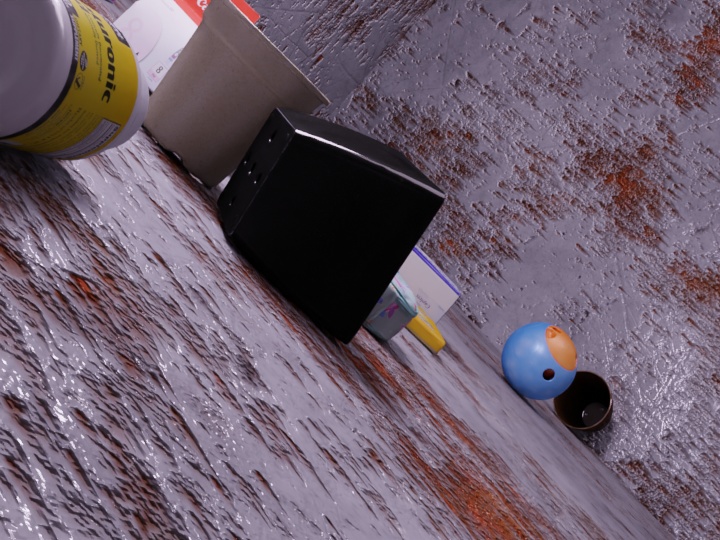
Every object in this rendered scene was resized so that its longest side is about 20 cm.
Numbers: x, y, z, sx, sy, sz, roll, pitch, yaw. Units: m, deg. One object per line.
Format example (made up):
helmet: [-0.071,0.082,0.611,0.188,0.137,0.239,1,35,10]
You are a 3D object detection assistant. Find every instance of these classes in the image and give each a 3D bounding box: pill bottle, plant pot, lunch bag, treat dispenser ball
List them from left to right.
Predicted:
pill bottle: [-0.217,-0.136,0.742,0.111,0.111,0.200,45,5,5]
plant pot: [-0.170,-0.215,1.337,0.200,0.184,0.200,44,5,-4]
plant pot: [-0.051,-0.071,1.216,0.176,0.201,0.200,30,11,-23]
lunch bag: [0.000,0.000,1.532,0.201,0.077,0.160,51,7,-1]
treat dispenser ball: [0.467,0.236,2.797,0.201,0.201,0.201,44,5,-5]
plant pot: [0.729,0.438,3.409,0.187,0.187,0.200,48,4,34]

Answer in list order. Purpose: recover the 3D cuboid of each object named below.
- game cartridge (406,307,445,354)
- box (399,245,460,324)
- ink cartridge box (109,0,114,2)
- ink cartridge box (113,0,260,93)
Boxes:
game cartridge: [0.067,0.056,1.959,0.200,0.032,0.176,45,5,-11]
box: [0.104,0.015,2.163,0.184,0.105,0.200,44,6,-2]
ink cartridge box: [-0.565,-0.621,2.223,0.119,0.042,0.200,44,7,-7]
ink cartridge box: [-0.278,-0.374,1.645,0.163,0.200,0.057,46,3,27]
